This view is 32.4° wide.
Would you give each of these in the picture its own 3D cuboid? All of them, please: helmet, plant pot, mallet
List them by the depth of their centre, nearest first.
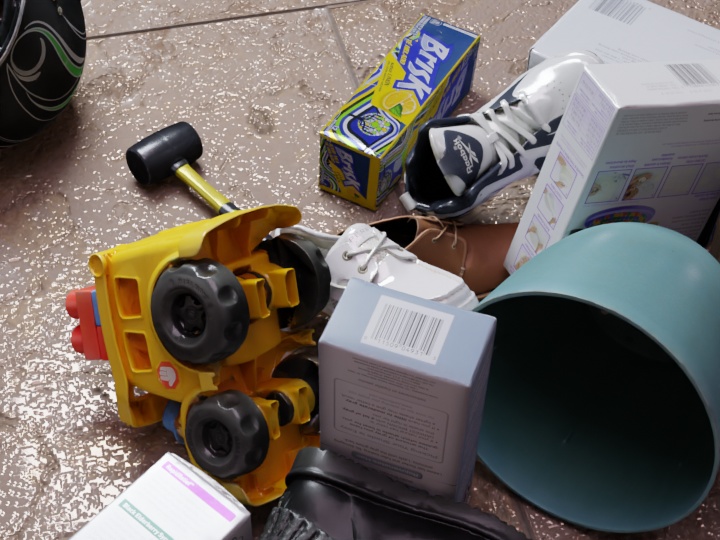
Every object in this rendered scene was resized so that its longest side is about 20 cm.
[{"bbox_3d":[0.184,0.059,0.889,0.200,0.201,0.161,25,43,19],"label":"plant pot"},{"bbox_3d":[-0.117,-0.064,1.090,0.200,0.041,0.066,35,54,20],"label":"mallet"},{"bbox_3d":[-0.337,-0.206,1.103,0.200,0.191,0.200,0,84,4],"label":"helmet"}]

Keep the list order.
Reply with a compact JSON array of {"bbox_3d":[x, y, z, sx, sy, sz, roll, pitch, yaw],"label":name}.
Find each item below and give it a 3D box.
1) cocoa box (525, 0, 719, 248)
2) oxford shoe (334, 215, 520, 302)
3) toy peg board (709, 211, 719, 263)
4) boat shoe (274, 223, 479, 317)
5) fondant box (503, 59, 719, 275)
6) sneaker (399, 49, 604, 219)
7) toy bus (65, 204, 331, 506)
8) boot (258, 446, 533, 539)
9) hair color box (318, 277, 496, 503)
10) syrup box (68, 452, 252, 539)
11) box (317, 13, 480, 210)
[{"bbox_3d":[0.257,-0.139,1.099,0.200,0.131,0.133,28,53,21],"label":"cocoa box"},{"bbox_3d":[0.069,-0.016,1.027,0.200,0.071,0.071,-9,48,-12],"label":"oxford shoe"},{"bbox_3d":[0.362,-0.045,0.980,0.199,0.200,0.098,-5,42,-6],"label":"toy peg board"},{"bbox_3d":[0.000,0.000,0.930,0.200,0.069,0.071,9,28,43],"label":"boat shoe"},{"bbox_3d":[0.211,-0.066,0.969,0.144,0.200,0.058,-6,44,-26],"label":"fondant box"},{"bbox_3d":[0.109,-0.106,1.010,0.080,0.199,0.130,61,24,1],"label":"sneaker"},{"bbox_3d":[-0.126,0.062,0.904,0.192,0.200,0.136,-5,9,30],"label":"toy bus"},{"bbox_3d":[0.014,0.224,0.805,0.211,0.079,0.158,21,56,8],"label":"boot"},{"bbox_3d":[0.028,0.101,0.834,0.099,0.200,0.061,16,50,12],"label":"hair color box"},{"bbox_3d":[-0.163,0.221,0.804,0.081,0.079,0.200,33,55,25],"label":"syrup box"},{"bbox_3d":[0.038,-0.150,1.142,0.064,0.070,0.200,25,53,16],"label":"box"}]
